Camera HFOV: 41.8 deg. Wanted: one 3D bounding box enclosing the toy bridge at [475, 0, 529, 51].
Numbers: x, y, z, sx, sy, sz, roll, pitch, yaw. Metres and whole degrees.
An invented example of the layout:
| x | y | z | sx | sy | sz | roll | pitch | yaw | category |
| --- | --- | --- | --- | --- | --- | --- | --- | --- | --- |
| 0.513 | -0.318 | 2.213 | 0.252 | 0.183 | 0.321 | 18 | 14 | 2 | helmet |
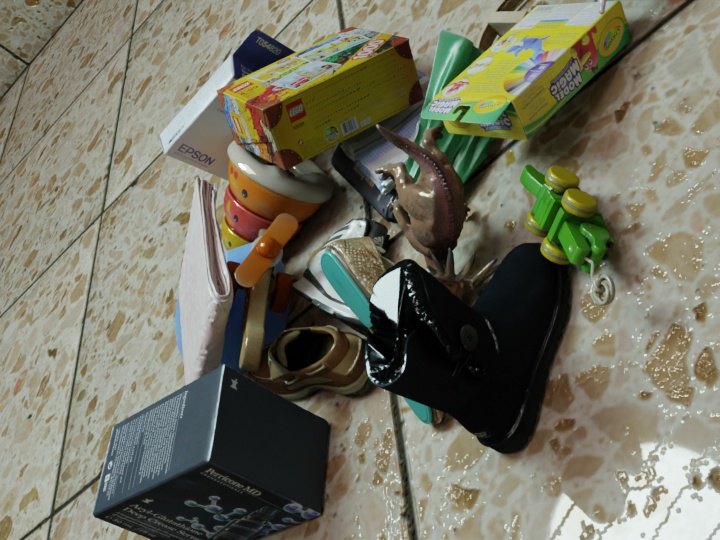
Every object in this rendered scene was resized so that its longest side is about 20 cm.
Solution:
| x | y | z | sx | sy | sz | roll | pitch | yaw | category |
| --- | --- | --- | --- | --- | --- | --- | --- | --- | --- |
| 0.172 | -0.282 | 1.076 | 0.067 | 0.027 | 0.202 | 20 | 77 | 57 | toy bridge |

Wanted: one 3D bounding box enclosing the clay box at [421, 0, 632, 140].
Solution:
| x | y | z | sx | sy | sz | roll | pitch | yaw | category |
| --- | --- | --- | --- | --- | --- | --- | --- | --- | --- |
| 0.161 | -0.191 | 0.927 | 0.200 | 0.048 | 0.114 | -44 | 32 | -21 | clay box |

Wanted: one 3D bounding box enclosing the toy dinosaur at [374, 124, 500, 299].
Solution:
| x | y | z | sx | sy | sz | roll | pitch | yaw | category |
| --- | --- | --- | --- | --- | --- | --- | --- | --- | --- |
| 0.075 | -0.049 | 0.896 | 0.084 | 0.202 | 0.136 | -19 | 40 | 0 | toy dinosaur |

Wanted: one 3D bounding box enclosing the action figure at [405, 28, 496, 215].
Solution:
| x | y | z | sx | sy | sz | roll | pitch | yaw | category |
| --- | --- | --- | --- | --- | --- | --- | --- | --- | --- |
| 0.094 | -0.136 | 1.006 | 0.055 | 0.117 | 0.203 | -159 | 93 | -80 | action figure |

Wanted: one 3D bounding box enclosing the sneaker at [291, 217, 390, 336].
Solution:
| x | y | z | sx | sy | sz | roll | pitch | yaw | category |
| --- | --- | --- | --- | --- | --- | --- | --- | --- | --- |
| 0.000 | 0.000 | 1.016 | 0.117 | 0.075 | 0.200 | -60 | 30 | -2 | sneaker |

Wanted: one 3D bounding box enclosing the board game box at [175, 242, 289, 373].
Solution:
| x | y | z | sx | sy | sz | roll | pitch | yaw | category |
| --- | --- | --- | --- | --- | --- | --- | --- | --- | --- |
| -0.153 | 0.055 | 1.195 | 0.198 | 0.039 | 0.161 | -16 | 71 | 34 | board game box |

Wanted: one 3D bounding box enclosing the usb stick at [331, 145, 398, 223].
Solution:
| x | y | z | sx | sy | sz | roll | pitch | yaw | category |
| --- | --- | --- | --- | --- | --- | --- | --- | --- | --- |
| 0.015 | -0.114 | 1.134 | 0.056 | 0.032 | 0.200 | -51 | 33 | 7 | usb stick |

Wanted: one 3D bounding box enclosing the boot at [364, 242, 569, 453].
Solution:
| x | y | z | sx | sy | sz | roll | pitch | yaw | category |
| --- | --- | --- | --- | --- | --- | --- | --- | --- | --- |
| 0.090 | 0.031 | 0.784 | 0.076 | 0.167 | 0.203 | -12 | 52 | 47 | boot |

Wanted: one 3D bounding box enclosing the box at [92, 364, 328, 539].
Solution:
| x | y | z | sx | sy | sz | roll | pitch | yaw | category |
| --- | --- | --- | --- | --- | --- | --- | --- | --- | --- |
| -0.153 | 0.204 | 0.974 | 0.199 | 0.148 | 0.108 | -30 | 41 | 35 | box |

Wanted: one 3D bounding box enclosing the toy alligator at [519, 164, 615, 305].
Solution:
| x | y | z | sx | sy | sz | roll | pitch | yaw | category |
| --- | --- | --- | --- | --- | --- | --- | --- | --- | --- |
| 0.191 | -0.032 | 0.811 | 0.201 | 0.053 | 0.060 | -110 | 33 | -52 | toy alligator |

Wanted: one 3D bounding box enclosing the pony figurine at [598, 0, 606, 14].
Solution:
| x | y | z | sx | sy | sz | roll | pitch | yaw | category |
| --- | --- | --- | --- | --- | --- | --- | --- | --- | --- |
| 0.244 | -0.361 | 0.942 | 0.195 | 0.165 | 0.200 | -61 | 30 | 12 | pony figurine |

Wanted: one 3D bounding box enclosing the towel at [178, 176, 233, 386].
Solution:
| x | y | z | sx | sy | sz | roll | pitch | yaw | category |
| --- | --- | --- | --- | --- | --- | --- | --- | --- | --- |
| -0.181 | 0.028 | 1.091 | 0.202 | 0.032 | 0.193 | 109 | 156 | -44 | towel |

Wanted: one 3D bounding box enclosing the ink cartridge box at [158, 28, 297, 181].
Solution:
| x | y | z | sx | sy | sz | roll | pitch | yaw | category |
| --- | --- | --- | --- | --- | --- | --- | --- | --- | --- |
| -0.130 | -0.198 | 1.248 | 0.200 | 0.198 | 0.041 | -43 | 53 | 23 | ink cartridge box |

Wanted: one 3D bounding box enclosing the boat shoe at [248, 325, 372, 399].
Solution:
| x | y | z | sx | sy | sz | roll | pitch | yaw | category |
| --- | --- | --- | --- | --- | --- | --- | --- | --- | --- |
| -0.062 | 0.090 | 1.019 | 0.198 | 0.073 | 0.077 | -12 | 53 | 48 | boat shoe |

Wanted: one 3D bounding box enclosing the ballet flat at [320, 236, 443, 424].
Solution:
| x | y | z | sx | sy | sz | roll | pitch | yaw | category |
| --- | --- | --- | --- | --- | --- | --- | --- | --- | --- |
| 0.037 | 0.047 | 0.893 | 0.202 | 0.065 | 0.071 | 58 | 153 | 14 | ballet flat |

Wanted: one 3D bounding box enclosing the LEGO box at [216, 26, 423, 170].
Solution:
| x | y | z | sx | sy | sz | roll | pitch | yaw | category |
| --- | --- | --- | --- | --- | --- | --- | --- | --- | --- |
| -0.048 | -0.209 | 1.120 | 0.198 | 0.078 | 0.148 | -30 | 30 | -19 | LEGO box |

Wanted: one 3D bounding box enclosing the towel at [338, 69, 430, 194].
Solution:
| x | y | z | sx | sy | sz | roll | pitch | yaw | category |
| --- | --- | --- | --- | --- | --- | --- | --- | --- | --- |
| 0.048 | -0.173 | 1.118 | 0.146 | 0.024 | 0.200 | -37 | 34 | 0 | towel |

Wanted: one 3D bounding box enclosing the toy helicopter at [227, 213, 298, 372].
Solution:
| x | y | z | sx | sy | sz | roll | pitch | yaw | category |
| --- | --- | --- | --- | --- | --- | --- | --- | --- | --- |
| -0.108 | 0.026 | 1.020 | 0.202 | 0.077 | 0.134 | -93 | 19 | -54 | toy helicopter |

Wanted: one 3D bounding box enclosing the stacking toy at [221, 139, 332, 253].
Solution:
| x | y | z | sx | sy | sz | roll | pitch | yaw | category |
| --- | --- | --- | --- | --- | --- | --- | --- | --- | --- |
| -0.134 | -0.057 | 1.226 | 0.202 | 0.144 | 0.147 | -64 | 29 | 21 | stacking toy |
